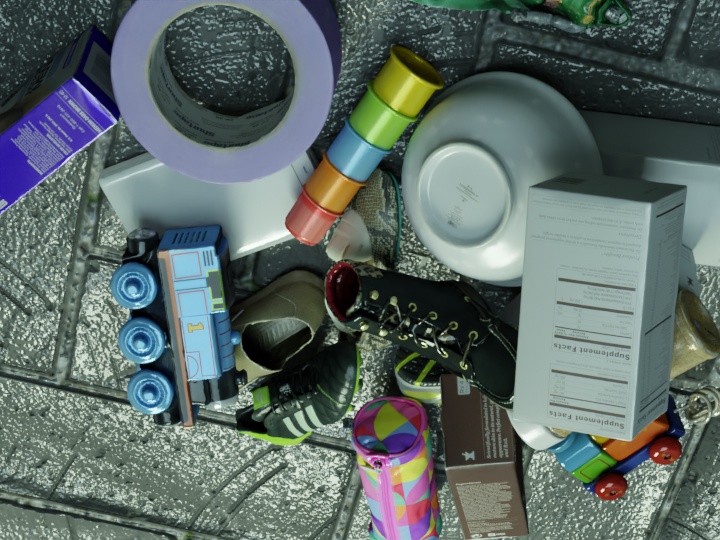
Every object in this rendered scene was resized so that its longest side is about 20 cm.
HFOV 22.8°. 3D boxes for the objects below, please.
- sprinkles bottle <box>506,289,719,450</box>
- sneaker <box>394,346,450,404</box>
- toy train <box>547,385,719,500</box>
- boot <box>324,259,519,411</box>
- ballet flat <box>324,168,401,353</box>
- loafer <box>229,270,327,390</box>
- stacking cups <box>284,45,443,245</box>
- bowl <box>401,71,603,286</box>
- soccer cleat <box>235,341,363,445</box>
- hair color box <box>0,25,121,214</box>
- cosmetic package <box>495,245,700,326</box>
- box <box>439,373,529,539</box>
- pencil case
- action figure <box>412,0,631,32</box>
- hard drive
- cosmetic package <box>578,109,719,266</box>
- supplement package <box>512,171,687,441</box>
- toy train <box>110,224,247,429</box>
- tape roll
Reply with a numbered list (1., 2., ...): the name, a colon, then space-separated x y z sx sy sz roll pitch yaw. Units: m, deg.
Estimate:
1. sprinkles bottle: 0.226 0.091 1.616 0.199 0.069 0.068 -32 116 28
2. sneaker: 0.133 0.098 1.798 0.198 0.076 0.077 2 152 0
3. toy train: 0.274 0.136 1.777 0.200 0.085 0.115 -38 133 24
4. boot: 0.064 0.058 1.632 0.153 0.204 0.074 13 109 -30
5. ballet flat: 0.000 0.000 1.726 0.075 0.068 0.202 -20 130 -28
6. loafer: -0.115 0.074 1.785 0.076 0.068 0.200 41 116 -21
7. stacking cups: 0.000 -0.111 1.657 0.060 0.061 0.201 29 115 -15
8. bowl: 0.111 -0.075 1.612 0.199 0.090 0.203 7 105 30
9. soccer cleat: -0.061 0.126 1.779 0.080 0.068 0.200 7 151 -25
10. hair color box: -0.305 -0.126 1.644 0.199 0.110 0.065 -36 114 22
11. cosmetic package: 0.213 0.040 1.666 0.101 0.074 0.200 30 126 -21
12. box: 0.124 0.186 1.779 0.074 0.101 0.200 -6 151 8
13. pencil case: 0.036 0.213 1.830 0.087 0.089 0.201 -6 139 6
14. action figure: 0.150 -0.257 1.574 0.198 0.055 0.119 17 119 -13
15. hard drive: -0.134 -0.072 1.718 0.198 0.027 0.133 -19 120 15
16. cosmetic package: 0.291 -0.074 1.664 0.198 0.081 0.114 9 123 -1
17. supplement package: 0.202 0.027 1.514 0.109 0.114 0.202 9 103 25
18. toy train: -0.172 0.054 1.717 0.113 0.087 0.202 -5 107 5
19. tape roll: -0.118 -0.185 1.596 0.198 0.085 0.202 2 114 4
